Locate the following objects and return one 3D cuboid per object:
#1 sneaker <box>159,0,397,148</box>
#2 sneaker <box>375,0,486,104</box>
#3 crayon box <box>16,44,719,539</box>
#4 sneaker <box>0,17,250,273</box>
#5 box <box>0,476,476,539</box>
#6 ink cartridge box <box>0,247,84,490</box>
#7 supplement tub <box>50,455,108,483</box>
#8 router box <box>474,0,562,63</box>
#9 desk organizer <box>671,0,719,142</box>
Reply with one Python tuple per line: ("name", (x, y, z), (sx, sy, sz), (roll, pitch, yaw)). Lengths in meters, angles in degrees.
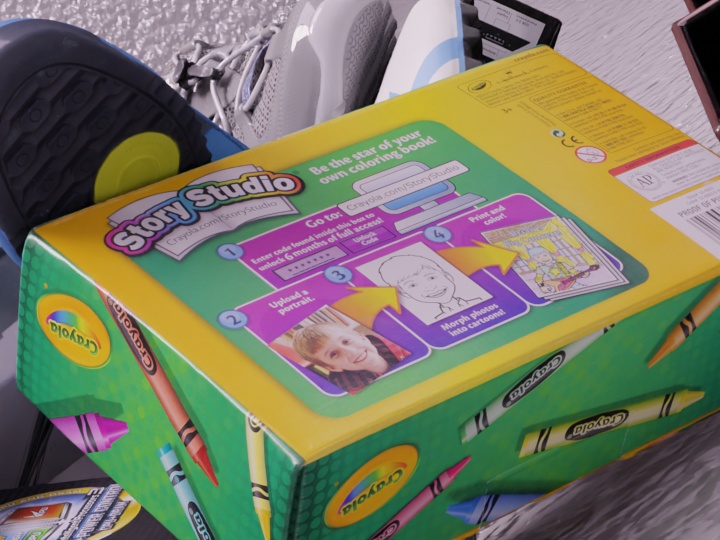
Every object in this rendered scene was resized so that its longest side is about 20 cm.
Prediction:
("sneaker", (-0.046, -0.051, 1.010), (0.075, 0.082, 0.200), (-68, 8, -26))
("sneaker", (0.000, 0.000, 0.919), (0.072, 0.072, 0.201), (72, -148, -80))
("crayon box", (0.018, 0.010, 0.780), (0.200, 0.119, 0.058), (-22, -46, -35))
("sneaker", (-0.072, -0.026, 0.816), (0.066, 0.078, 0.200), (-51, -34, 1))
("box", (-0.058, 0.106, 0.767), (0.160, 0.044, 0.200), (-7, 15, 12))
("ink cartridge box", (-0.162, 0.015, 0.923), (0.200, 0.146, 0.086), (-40, -21, -55))
("supplement tub", (-0.110, 0.057, 1.128), (0.145, 0.145, 0.200), (-37, 8, -11))
("router box", (0.020, -0.025, 1.070), (0.200, 0.051, 0.149), (93, -159, -87))
("desk organizer", (0.140, -0.084, 0.896), (0.072, 0.077, 0.200), (-32, 31, 13))
